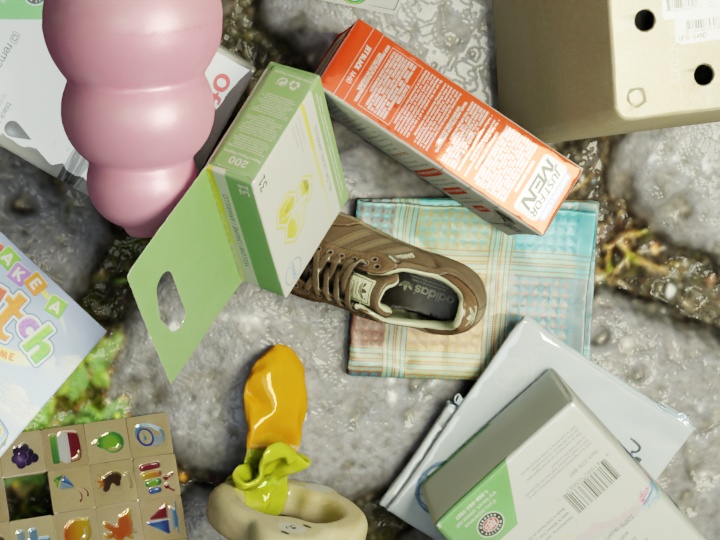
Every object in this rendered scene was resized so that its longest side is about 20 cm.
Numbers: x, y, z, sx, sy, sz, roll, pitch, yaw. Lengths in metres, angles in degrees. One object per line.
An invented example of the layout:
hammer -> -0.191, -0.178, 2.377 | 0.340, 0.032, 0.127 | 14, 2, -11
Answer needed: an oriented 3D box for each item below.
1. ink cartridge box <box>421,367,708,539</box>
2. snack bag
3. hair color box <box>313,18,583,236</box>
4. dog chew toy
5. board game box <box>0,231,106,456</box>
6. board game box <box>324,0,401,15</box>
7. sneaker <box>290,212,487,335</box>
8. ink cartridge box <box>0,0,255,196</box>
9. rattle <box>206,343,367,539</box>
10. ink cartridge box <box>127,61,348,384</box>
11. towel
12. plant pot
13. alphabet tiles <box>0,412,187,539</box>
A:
ink cartridge box -> 0.167, 0.202, 1.440 | 0.145, 0.088, 0.200 | -42, 105, 5
snack bag -> 0.143, 0.154, 1.480 | 0.188, 0.021, 0.201 | 32, 98, -15
hair color box -> 0.058, -0.104, 1.376 | 0.199, 0.111, 0.064 | 34, 86, -8
dog chew toy -> -0.153, -0.122, 1.265 | 0.123, 0.125, 0.202 | -4, 106, -7
board game box -> -0.308, 0.070, 1.366 | 0.151, 0.037, 0.200 | 44, 68, -13
board game box -> -0.052, -0.252, 1.341 | 0.198, 0.126, 0.035 | 10, 62, -9
sneaker -> 0.000, 0.000, 1.397 | 0.198, 0.076, 0.071 | 13, 100, 4
ink cartridge box -> -0.195, -0.139, 1.357 | 0.199, 0.084, 0.147 | 29, 94, -12
rattle -> -0.037, 0.159, 1.372 | 0.129, 0.200, 0.144 | 26, 95, -12
ink cartridge box -> -0.082, -0.027, 1.312 | 0.048, 0.146, 0.201 | 18, 60, 21
towel -> 0.090, 0.016, 1.458 | 0.198, 0.022, 0.148 | 1, 99, -8
plant pot -> 0.216, -0.191, 1.352 | 0.197, 0.177, 0.202 | -7, 103, -11
alphabet tiles -> -0.212, 0.216, 1.398 | 0.165, 0.008, 0.202 | -7, 72, -14
